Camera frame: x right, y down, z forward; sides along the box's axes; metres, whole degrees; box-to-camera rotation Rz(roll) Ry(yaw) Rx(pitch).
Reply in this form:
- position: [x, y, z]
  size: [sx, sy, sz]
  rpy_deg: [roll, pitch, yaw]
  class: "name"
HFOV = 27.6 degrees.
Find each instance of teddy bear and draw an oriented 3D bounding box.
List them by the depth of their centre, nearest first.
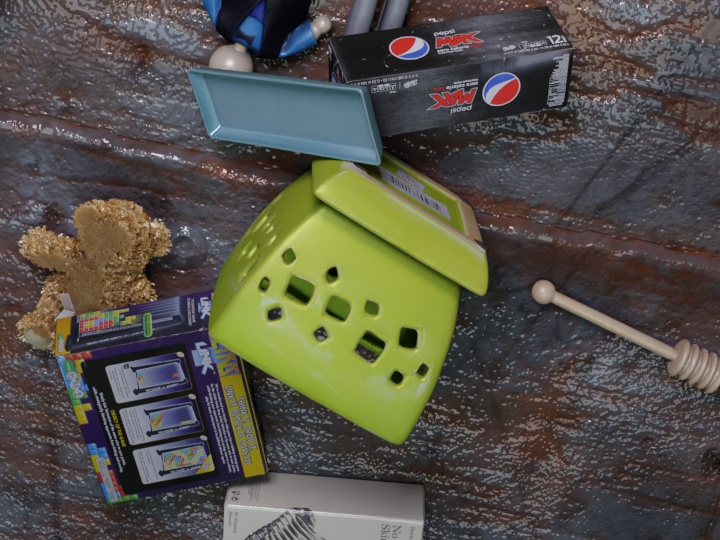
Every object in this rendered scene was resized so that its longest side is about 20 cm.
- position: [-0.250, 0.011, 1.370]
  size: [0.143, 0.067, 0.202]
  rpy_deg: [14, 121, 6]
  class: "teddy bear"

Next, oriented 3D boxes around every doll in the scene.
- position: [-0.082, -0.245, 1.251]
  size: [0.135, 0.049, 0.201]
  rpy_deg: [23, 119, -9]
  class: "doll"

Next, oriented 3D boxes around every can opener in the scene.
- position: [0.018, -0.231, 1.248]
  size: [0.052, 0.067, 0.202]
  rpy_deg: [15, 118, -6]
  class: "can opener"

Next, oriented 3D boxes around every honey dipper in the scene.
- position: [0.250, 0.060, 1.382]
  size: [0.198, 0.038, 0.038]
  rpy_deg: [24, 113, -6]
  class: "honey dipper"

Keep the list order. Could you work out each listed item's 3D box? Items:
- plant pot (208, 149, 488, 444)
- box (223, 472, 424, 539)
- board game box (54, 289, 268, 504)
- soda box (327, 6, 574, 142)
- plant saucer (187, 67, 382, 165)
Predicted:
- position: [0.000, 0.000, 1.281]
  size: [0.199, 0.199, 0.182]
  rpy_deg: [31, 106, -11]
  class: "plant pot"
- position: [-0.037, 0.256, 1.461]
  size: [0.198, 0.069, 0.083]
  rpy_deg: [4, 113, 1]
  class: "box"
- position: [-0.183, 0.120, 1.377]
  size: [0.163, 0.057, 0.201]
  rpy_deg: [-11, 129, -3]
  class: "board game box"
- position: [0.075, -0.167, 1.235]
  size: [0.198, 0.071, 0.064]
  rpy_deg: [-9, 133, -10]
  class: "soda box"
- position: [-0.063, -0.134, 1.227]
  size: [0.199, 0.019, 0.070]
  rpy_deg: [13, 132, 39]
  class: "plant saucer"
